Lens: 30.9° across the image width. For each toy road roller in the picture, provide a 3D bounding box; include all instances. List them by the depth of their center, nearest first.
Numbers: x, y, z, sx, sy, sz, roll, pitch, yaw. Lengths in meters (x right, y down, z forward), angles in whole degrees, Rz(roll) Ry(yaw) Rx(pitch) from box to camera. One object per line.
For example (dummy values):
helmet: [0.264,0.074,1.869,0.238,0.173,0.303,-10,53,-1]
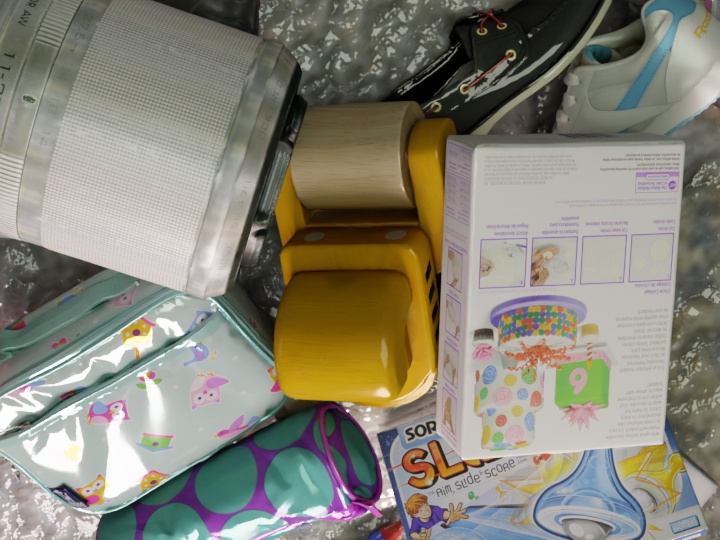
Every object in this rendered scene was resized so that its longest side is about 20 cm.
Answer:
toy road roller: [0.000,0.000,0.861,0.122,0.146,0.201,-1,117,20]

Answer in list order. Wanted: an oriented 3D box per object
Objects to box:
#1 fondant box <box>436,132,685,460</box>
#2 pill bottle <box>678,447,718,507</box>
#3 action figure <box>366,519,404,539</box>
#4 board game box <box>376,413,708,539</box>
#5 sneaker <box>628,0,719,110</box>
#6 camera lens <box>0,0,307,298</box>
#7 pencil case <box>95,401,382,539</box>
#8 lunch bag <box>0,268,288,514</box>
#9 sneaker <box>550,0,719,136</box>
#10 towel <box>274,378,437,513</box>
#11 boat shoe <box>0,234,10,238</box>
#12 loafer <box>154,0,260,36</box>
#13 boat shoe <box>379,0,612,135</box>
fondant box: [0.126,0.014,0.837,0.143,0.058,0.201,-2,101,-16]
pill bottle: [0.167,0.204,0.980,0.116,0.116,0.200,38,95,-15]
action figure: [-0.017,0.261,0.980,0.200,0.099,0.065,-34,105,4]
board game box: [0.125,0.150,0.918,0.199,0.034,0.136,-19,69,5]
sneaker: [0.223,-0.197,0.904,0.088,0.081,0.201,-25,98,-17]
camera lens: [-0.141,-0.082,0.780,0.199,0.160,0.161,18,101,-4]
pencil case: [-0.085,0.170,0.930,0.199,0.093,0.085,-28,144,15]
lunch bag: [-0.159,0.075,0.887,0.199,0.077,0.161,-31,136,6]
sneaker: [0.167,-0.111,0.900,0.081,0.077,0.200,37,126,-10]
towel: [0.038,0.101,0.979,0.199,0.034,0.133,-23,106,-2]
boat shoe: [-0.179,-0.064,0.888,0.199,0.071,0.091,5,104,-8]
loafer: [-0.164,-0.170,0.876,0.199,0.073,0.073,7,64,-3]
boat shoe: [0.091,-0.147,0.905,0.201,0.074,0.063,-42,114,8]
